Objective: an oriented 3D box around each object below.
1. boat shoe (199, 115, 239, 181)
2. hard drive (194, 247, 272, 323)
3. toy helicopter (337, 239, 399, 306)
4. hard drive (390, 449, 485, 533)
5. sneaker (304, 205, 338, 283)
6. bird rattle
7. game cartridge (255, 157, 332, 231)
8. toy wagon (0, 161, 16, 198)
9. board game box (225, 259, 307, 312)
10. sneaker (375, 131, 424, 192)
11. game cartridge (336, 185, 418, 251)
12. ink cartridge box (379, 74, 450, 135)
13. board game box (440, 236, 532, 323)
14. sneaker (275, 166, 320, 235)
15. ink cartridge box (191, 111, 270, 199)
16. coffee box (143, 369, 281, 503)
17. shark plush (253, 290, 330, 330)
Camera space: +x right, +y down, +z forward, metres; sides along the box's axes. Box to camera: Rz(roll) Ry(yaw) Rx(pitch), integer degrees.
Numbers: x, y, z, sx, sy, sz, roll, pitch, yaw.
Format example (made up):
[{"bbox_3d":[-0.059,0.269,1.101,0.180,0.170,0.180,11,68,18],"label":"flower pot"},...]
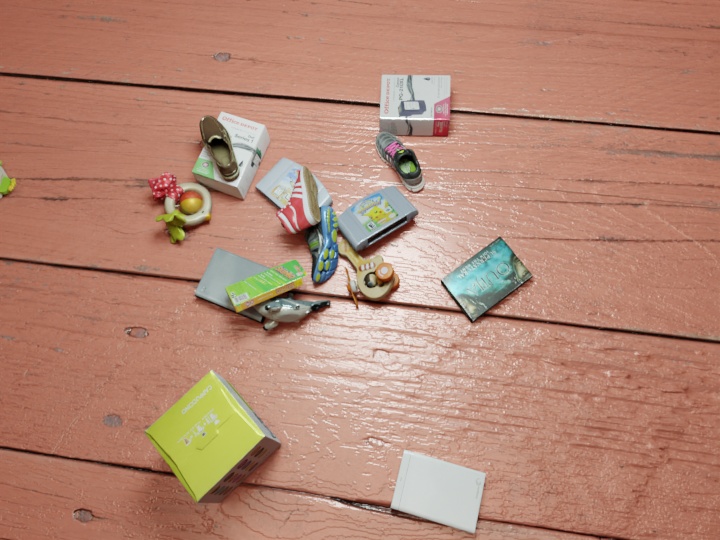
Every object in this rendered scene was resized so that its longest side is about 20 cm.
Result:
[{"bbox_3d":[-0.376,-0.340,1.679,0.074,0.075,0.204,-29,71,-6],"label":"boat shoe"},{"bbox_3d":[-0.316,0.038,1.656,0.196,0.033,0.142,20,73,10],"label":"hard drive"},{"bbox_3d":[0.000,0.000,1.639,0.132,0.079,0.200,-42,62,-1],"label":"toy helicopter"},{"bbox_3d":[0.179,0.508,1.461,0.196,0.027,0.135,14,72,8],"label":"hard drive"},{"bbox_3d":[-0.105,-0.067,1.664,0.082,0.070,0.205,-4,81,41],"label":"sneaker"},{"bbox_3d":[-0.487,-0.180,1.731,0.159,0.114,0.203,-9,57,-12],"label":"bird rattle"},{"bbox_3d":[-0.177,-0.216,1.735,0.199,0.042,0.134,39,82,16],"label":"game cartridge"},{"bbox_3d":[-1.069,-0.243,1.804,0.195,0.040,0.159,6,71,5],"label":"toy wagon"},{"bbox_3d":[-0.234,0.035,1.588,0.197,0.030,0.096,-25,35,-14],"label":"board game box"},{"bbox_3d":[0.108,-0.311,1.720,0.073,0.088,0.202,-31,71,-7],"label":"sneaker"},{"bbox_3d":[0.038,-0.144,1.672,0.198,0.041,0.134,-31,49,-12],"label":"game cartridge"},{"bbox_3d":[0.151,-0.462,1.771,0.195,0.085,0.148,2,70,4],"label":"ink cartridge box"},{"bbox_3d":[0.322,0.022,1.620,0.198,0.028,0.136,-35,71,-8],"label":"board game box"},{"bbox_3d":[-0.168,-0.182,1.666,0.111,0.071,0.203,-28,46,21],"label":"sneaker"},{"bbox_3d":[-0.355,-0.321,1.757,0.143,0.085,0.204,18,73,10],"label":"ink cartridge box"},{"bbox_3d":[-0.331,0.384,1.448,0.199,0.198,0.200,-42,73,-11],"label":"coffee box"},{"bbox_3d":[-0.174,0.079,1.598,0.195,0.092,0.084,-11,48,-6],"label":"shark plush"}]
